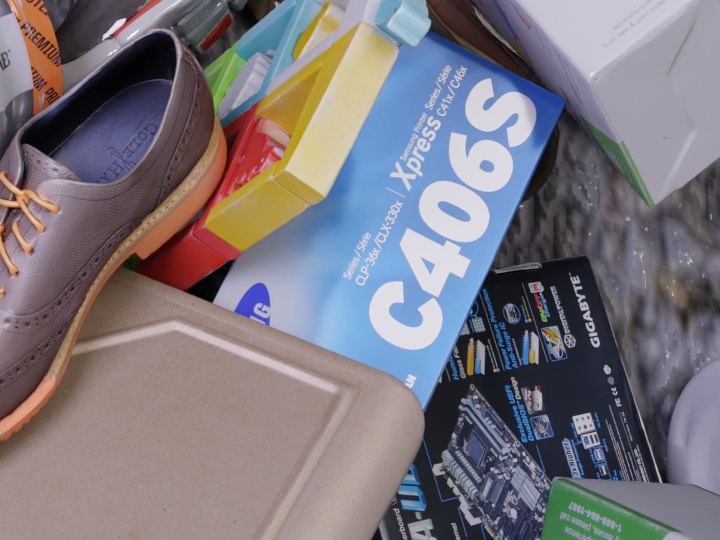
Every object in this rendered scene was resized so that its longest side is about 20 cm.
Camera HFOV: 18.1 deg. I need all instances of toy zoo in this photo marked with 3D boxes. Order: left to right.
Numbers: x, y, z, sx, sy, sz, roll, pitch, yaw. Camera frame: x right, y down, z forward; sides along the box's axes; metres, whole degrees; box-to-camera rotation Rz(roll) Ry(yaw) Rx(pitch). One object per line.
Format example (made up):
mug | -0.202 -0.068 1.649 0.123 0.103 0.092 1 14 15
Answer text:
toy zoo | -0.035 -0.060 0.886 0.020 0.200 0.132 34 56 -18

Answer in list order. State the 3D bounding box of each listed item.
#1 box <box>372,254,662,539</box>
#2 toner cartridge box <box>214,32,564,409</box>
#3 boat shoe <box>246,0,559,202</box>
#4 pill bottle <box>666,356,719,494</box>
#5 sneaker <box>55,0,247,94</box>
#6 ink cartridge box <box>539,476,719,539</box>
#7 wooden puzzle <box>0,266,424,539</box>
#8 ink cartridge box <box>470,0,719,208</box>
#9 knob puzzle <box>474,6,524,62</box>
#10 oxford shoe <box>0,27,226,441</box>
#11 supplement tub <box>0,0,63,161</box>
box | 0.059 0.100 0.982 0.158 0.046 0.201 -9 77 -35
toner cartridge box | 0.000 0.000 0.915 0.094 0.043 0.201 25 71 0
boat shoe | 0.012 -0.113 1.032 0.200 0.072 0.068 45 19 -6
pill bottle | 0.253 0.086 1.080 0.199 0.111 0.112 -4 74 -35
sneaker | -0.078 -0.150 0.958 0.082 0.077 0.200 41 77 8
ink cartridge box | 0.127 0.198 0.880 0.083 0.146 0.202 6 99 -36
wooden puzzle | -0.100 0.082 0.815 0.199 0.037 0.186 24 56 11
ink cartridge box | 0.083 -0.135 0.985 0.200 0.067 0.117 54 1 34
knob puzzle | 0.124 -0.179 1.096 0.218 0.030 0.222 0 89 7
oxford shoe | -0.125 -0.008 0.803 0.071 0.073 0.200 29 65 18
supplement tub | -0.213 -0.055 0.811 0.199 0.122 0.123 -26 87 -37
